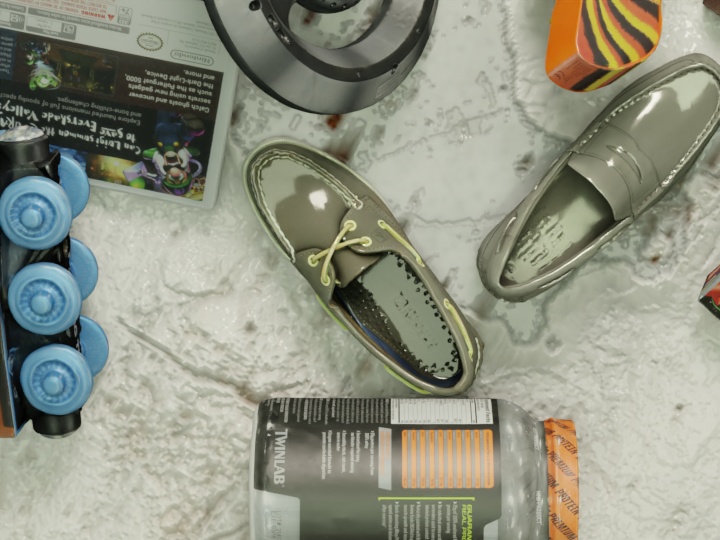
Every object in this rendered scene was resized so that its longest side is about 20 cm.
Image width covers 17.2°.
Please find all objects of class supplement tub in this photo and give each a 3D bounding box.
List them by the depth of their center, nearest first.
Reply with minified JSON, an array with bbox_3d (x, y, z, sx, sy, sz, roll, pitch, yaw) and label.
[{"bbox_3d":[0.033,0.139,1.473,0.200,0.123,0.123,1,98,1],"label":"supplement tub"}]

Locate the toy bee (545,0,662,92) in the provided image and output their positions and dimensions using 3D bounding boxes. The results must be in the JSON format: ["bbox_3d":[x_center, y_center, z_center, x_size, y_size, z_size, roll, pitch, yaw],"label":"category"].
[{"bbox_3d":[0.165,-0.199,1.436,0.109,0.131,0.200,11,87,-25],"label":"toy bee"}]

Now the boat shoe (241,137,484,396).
[{"bbox_3d":[0.002,-0.002,1.485,0.072,0.060,0.202,-41,95,5],"label":"boat shoe"}]

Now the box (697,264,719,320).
[{"bbox_3d":[0.328,0.035,1.471,0.200,0.040,0.137,42,122,-5],"label":"box"}]

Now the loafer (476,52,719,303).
[{"bbox_3d":[0.154,-0.054,1.472,0.070,0.070,0.200,43,96,-5],"label":"loafer"}]

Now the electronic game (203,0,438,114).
[{"bbox_3d":[-0.022,-0.192,1.415,0.042,0.200,0.200,-2,100,45],"label":"electronic game"}]

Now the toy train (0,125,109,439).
[{"bbox_3d":[-0.222,0.010,1.468,0.114,0.087,0.200,-4,107,5],"label":"toy train"}]

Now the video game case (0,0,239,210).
[{"bbox_3d":[-0.173,-0.135,1.452,0.200,0.023,0.182,11,123,-1],"label":"video game case"}]

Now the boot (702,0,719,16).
[{"bbox_3d":[0.321,-0.207,1.443,0.200,0.072,0.167,19,112,10],"label":"boot"}]
